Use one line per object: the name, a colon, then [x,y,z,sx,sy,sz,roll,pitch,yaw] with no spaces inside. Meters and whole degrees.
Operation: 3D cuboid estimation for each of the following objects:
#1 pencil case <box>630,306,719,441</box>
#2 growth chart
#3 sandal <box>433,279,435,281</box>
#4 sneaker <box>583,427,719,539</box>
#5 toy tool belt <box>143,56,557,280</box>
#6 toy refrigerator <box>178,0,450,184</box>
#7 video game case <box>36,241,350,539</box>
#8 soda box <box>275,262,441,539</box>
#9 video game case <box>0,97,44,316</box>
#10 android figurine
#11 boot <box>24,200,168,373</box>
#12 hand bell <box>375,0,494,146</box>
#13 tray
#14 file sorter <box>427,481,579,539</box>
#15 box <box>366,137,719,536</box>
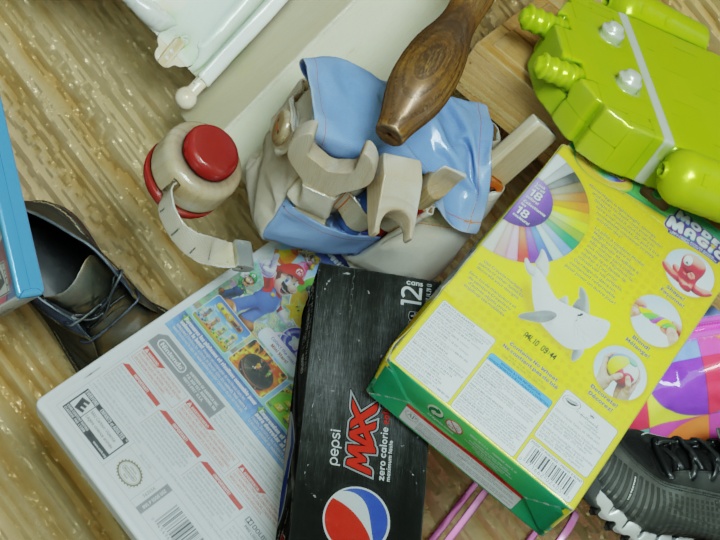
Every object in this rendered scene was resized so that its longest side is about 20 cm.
pencil case: [0.222,0.054,0.809,0.198,0.088,0.089,-13,85,3]
growth chart: [-0.109,-0.214,0.799,0.145,0.018,0.200,-43,113,-10]
sandal: [0.007,0.003,0.850,0.082,0.050,0.204,21,74,-8]
sneaker: [0.192,0.116,0.768,0.199,0.067,0.091,31,115,-30]
toy tool belt: [-0.002,-0.065,0.742,0.199,0.123,0.126,9,60,-34]
toy refrigerator: [-0.009,-0.133,0.836,0.200,0.076,0.070,-46,121,0]
video game case: [-0.054,0.072,0.763,0.199,0.018,0.143,-35,76,-24]
soda box: [-0.004,0.101,0.712,0.070,0.063,0.202,9,62,-6]
video game case: [-0.244,-0.034,0.812,0.018,0.199,0.144,-10,84,-37]
android figurine: [0.175,-0.093,0.787,0.199,0.183,0.041,20,129,-21]
boot: [-0.154,0.036,0.832,0.075,0.097,0.200,-45,84,-1]
hand bell: [0.059,-0.144,0.722,0.104,0.104,0.201,28,62,6]
tray: [0.156,-0.074,0.816,0.200,0.099,0.037,41,130,6]
file sorter: [0.116,0.209,0.778,0.200,0.139,0.126,39,89,6]
box: [0.106,0.022,0.720,0.117,0.048,0.200,39,60,6]
